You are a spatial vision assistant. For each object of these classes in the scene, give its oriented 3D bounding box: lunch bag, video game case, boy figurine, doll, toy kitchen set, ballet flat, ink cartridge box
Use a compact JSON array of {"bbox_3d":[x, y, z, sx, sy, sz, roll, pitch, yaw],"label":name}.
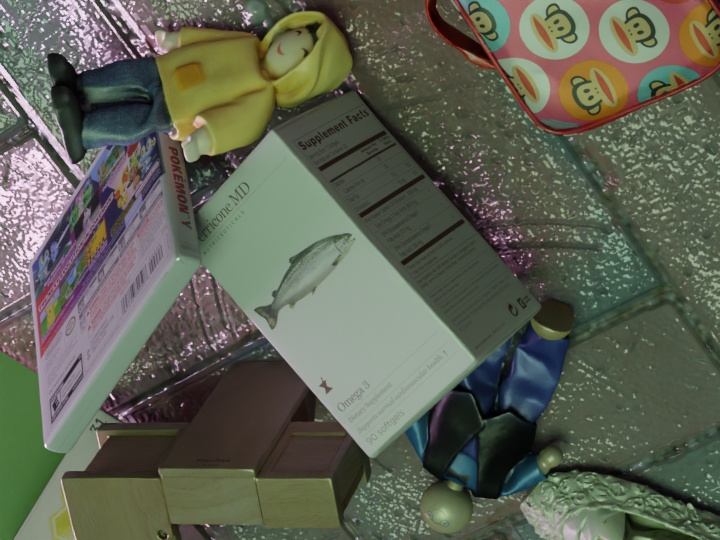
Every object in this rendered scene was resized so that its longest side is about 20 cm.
[{"bbox_3d":[0.123,-0.185,1.237,0.176,0.082,0.200,-23,110,27],"label":"lunch bag"},{"bbox_3d":[-0.174,-0.004,1.381,0.023,0.183,0.200,17,128,-28],"label":"video game case"},{"bbox_3d":[-0.103,-0.121,1.323,0.199,0.125,0.065,-11,136,1],"label":"boy figurine"},{"bbox_3d":[0.084,0.104,1.433,0.136,0.048,0.201,21,120,6],"label":"doll"},{"bbox_3d":[-0.080,0.181,1.453,0.199,0.163,0.181,-2,114,18],"label":"toy kitchen set"},{"bbox_3d":[0.210,0.196,1.439,0.199,0.072,0.072,13,122,10],"label":"ballet flat"},{"bbox_3d":[-0.237,0.166,1.523,0.200,0.048,0.146,32,82,-4],"label":"ink cartridge box"}]

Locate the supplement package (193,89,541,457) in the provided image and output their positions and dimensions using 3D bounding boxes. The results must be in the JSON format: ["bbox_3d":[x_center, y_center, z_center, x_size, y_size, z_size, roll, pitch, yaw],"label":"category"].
[{"bbox_3d":[0.000,0.000,1.334,0.200,0.117,0.117,48,123,5],"label":"supplement package"}]
